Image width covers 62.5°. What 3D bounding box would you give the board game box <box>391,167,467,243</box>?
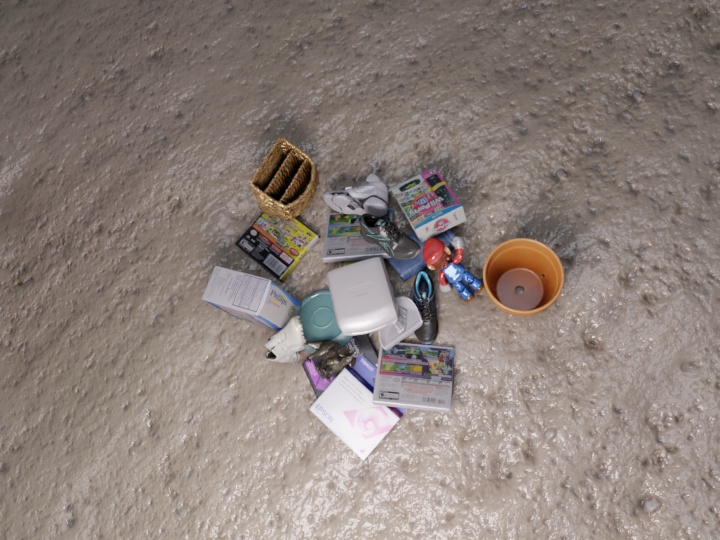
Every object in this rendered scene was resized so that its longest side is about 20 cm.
[{"bbox_3d":[0.193,-0.189,1.691,0.147,0.064,0.200,-26,47,2],"label":"board game box"}]

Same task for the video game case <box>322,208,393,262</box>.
[{"bbox_3d":[-0.005,-0.103,1.724,0.199,0.022,0.183,-4,50,10],"label":"video game case"}]

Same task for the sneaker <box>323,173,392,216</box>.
[{"bbox_3d":[-0.003,-0.227,1.765,0.199,0.075,0.115,11,55,15],"label":"sneaker"}]

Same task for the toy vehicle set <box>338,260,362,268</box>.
[{"bbox_3d":[0.000,0.000,1.692,0.124,0.027,0.201,-2,58,11],"label":"toy vehicle set"}]

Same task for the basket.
[{"bbox_3d":[-0.217,-0.268,1.772,0.142,0.149,0.200,21,65,17],"label":"basket"}]

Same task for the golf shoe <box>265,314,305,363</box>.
[{"bbox_3d":[-0.203,0.192,1.588,0.097,0.200,0.078,-4,52,-21],"label":"golf shoe"}]

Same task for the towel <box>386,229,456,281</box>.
[{"bbox_3d":[0.173,-0.061,1.691,0.200,0.049,0.112,-34,68,-3],"label":"towel"}]

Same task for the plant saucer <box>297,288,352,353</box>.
[{"bbox_3d":[-0.103,0.136,1.667,0.199,0.027,0.201,-7,59,12],"label":"plant saucer"}]

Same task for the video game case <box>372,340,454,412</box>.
[{"bbox_3d":[0.141,0.275,1.554,0.199,0.023,0.183,4,53,8],"label":"video game case"}]

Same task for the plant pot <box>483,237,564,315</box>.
[{"bbox_3d":[0.422,0.032,1.560,0.199,0.140,0.201,-3,71,10],"label":"plant pot"}]

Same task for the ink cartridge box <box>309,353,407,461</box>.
[{"bbox_3d":[0.002,0.354,1.551,0.196,0.043,0.200,40,86,13],"label":"ink cartridge box"}]

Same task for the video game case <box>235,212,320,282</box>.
[{"bbox_3d":[-0.251,-0.091,1.797,0.200,0.026,0.181,37,81,21],"label":"video game case"}]

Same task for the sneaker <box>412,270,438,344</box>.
[{"bbox_3d":[0.169,0.099,1.616,0.073,0.082,0.201,-7,71,6],"label":"sneaker"}]

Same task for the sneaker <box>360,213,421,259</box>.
[{"bbox_3d":[0.075,-0.095,1.632,0.200,0.079,0.075,25,59,28],"label":"sneaker"}]

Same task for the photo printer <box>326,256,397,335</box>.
[{"bbox_3d":[0.006,0.074,1.585,0.166,0.070,0.201,-16,56,2],"label":"photo printer"}]

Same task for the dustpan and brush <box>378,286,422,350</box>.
[{"bbox_3d":[0.096,0.105,1.623,0.139,0.057,0.200,-39,25,23],"label":"dustpan and brush"}]

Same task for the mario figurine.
[{"bbox_3d":[0.253,-0.013,1.625,0.123,0.106,0.200,-44,91,-14],"label":"mario figurine"}]

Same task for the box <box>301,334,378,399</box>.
[{"bbox_3d":[-0.043,0.272,1.620,0.200,0.036,0.143,-28,68,-2],"label":"box"}]

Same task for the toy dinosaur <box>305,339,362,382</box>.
[{"bbox_3d":[-0.079,0.226,1.573,0.102,0.077,0.200,-43,37,-18],"label":"toy dinosaur"}]

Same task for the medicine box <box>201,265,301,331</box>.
[{"bbox_3d":[-0.297,0.083,1.641,0.199,0.182,0.103,14,74,28],"label":"medicine box"}]
